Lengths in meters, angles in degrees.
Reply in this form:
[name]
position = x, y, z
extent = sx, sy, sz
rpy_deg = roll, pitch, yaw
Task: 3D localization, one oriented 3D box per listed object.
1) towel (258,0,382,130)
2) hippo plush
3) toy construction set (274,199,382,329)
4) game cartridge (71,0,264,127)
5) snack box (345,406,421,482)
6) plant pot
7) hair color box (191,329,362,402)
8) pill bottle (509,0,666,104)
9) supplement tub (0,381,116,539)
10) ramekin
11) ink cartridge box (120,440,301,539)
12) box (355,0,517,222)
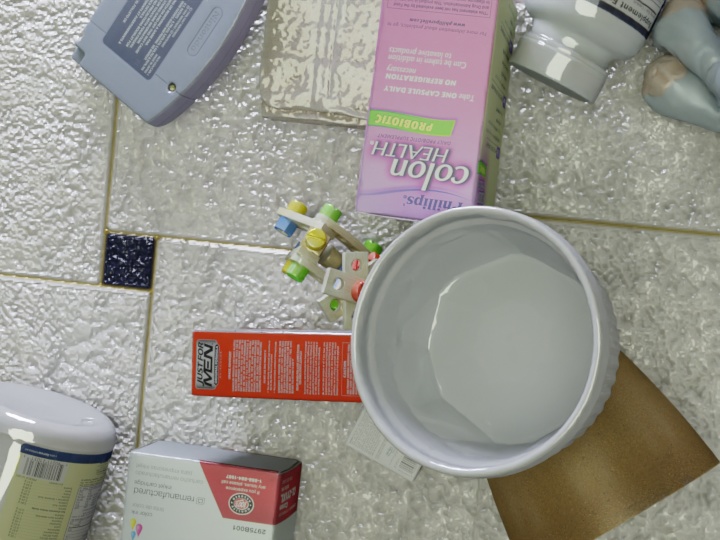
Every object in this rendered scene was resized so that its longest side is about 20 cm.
[towel]
position = -0.020, -0.229, 1.242
extent = 0.132, 0.034, 0.201
rpy_deg = 8, 91, 9
[hippo plush]
position = 0.311, -0.162, 1.115
extent = 0.159, 0.161, 0.201
rpy_deg = 1, 91, 10
[toy construction set]
position = 0.000, 0.000, 1.170
extent = 0.131, 0.200, 0.092
rpy_deg = 37, 92, -20
[game cartridge]
position = -0.166, -0.239, 1.251
extent = 0.133, 0.042, 0.200
rpy_deg = 39, 102, 14
[snack box]
position = 0.063, 0.086, 1.235
extent = 0.072, 0.024, 0.201
rpy_deg = 28, 96, 10
[plant pot]
position = 0.166, 0.122, 1.147
extent = 0.186, 0.186, 0.200
rpy_deg = -33, 78, 9
[hair color box]
position = -0.037, 0.082, 1.200
extent = 0.199, 0.101, 0.062
rpy_deg = 1, 88, 20
[pill bottle]
position = 0.208, -0.248, 1.158
extent = 0.111, 0.111, 0.201
rpy_deg = 28, 96, 9
[supplement tub]
position = -0.316, 0.216, 1.248
extent = 0.144, 0.145, 0.201
rpy_deg = 19, 94, 10
[ramekin]
position = 0.103, 0.058, 1.042
extent = 0.199, 0.105, 0.201
rpy_deg = -4, 81, 27
[ink cartridge box]
position = -0.140, 0.267, 1.247
extent = 0.145, 0.083, 0.201
rpy_deg = 6, 92, 10
[box]
position = 0.068, -0.139, 1.154
extent = 0.096, 0.176, 0.201
rpy_deg = 7, 93, 10
